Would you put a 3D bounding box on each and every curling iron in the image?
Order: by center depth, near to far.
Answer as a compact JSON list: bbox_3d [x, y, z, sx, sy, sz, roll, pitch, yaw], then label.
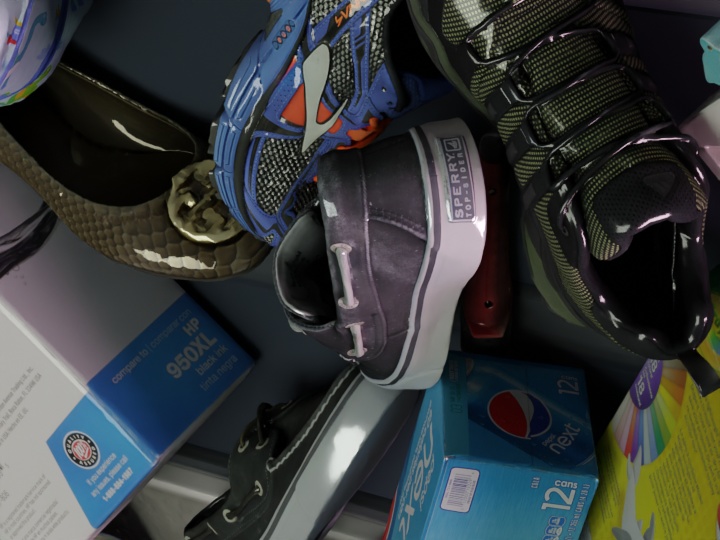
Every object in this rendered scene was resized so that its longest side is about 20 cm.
[{"bbox_3d":[0.059,0.016,0.943,0.049,0.026,0.201,27,137,16],"label":"curling iron"}]

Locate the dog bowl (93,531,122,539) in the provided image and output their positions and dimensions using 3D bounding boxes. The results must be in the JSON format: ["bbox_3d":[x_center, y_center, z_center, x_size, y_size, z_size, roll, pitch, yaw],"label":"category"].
[{"bbox_3d":[-0.170,0.226,1.181,0.078,0.200,0.201,-2,122,38],"label":"dog bowl"}]

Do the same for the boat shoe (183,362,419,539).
[{"bbox_3d":[-0.033,0.092,1.055,0.057,0.069,0.200,39,142,7],"label":"boat shoe"}]

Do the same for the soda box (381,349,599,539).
[{"bbox_3d":[0.041,0.132,0.980,0.064,0.068,0.201,9,127,-8],"label":"soda box"}]

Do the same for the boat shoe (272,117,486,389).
[{"bbox_3d":[0.000,0.000,0.885,0.200,0.067,0.072,110,152,-74],"label":"boat shoe"}]

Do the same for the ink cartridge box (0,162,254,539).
[{"bbox_3d":[-0.167,0.025,1.096,0.200,0.084,0.145,45,139,1],"label":"ink cartridge box"}]

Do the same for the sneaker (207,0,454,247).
[{"bbox_3d":[-0.003,-0.074,0.886,0.078,0.075,0.201,29,139,12],"label":"sneaker"}]

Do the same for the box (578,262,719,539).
[{"bbox_3d":[0.129,0.094,0.887,0.048,0.118,0.201,1,142,-16],"label":"box"}]

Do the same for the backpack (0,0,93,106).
[{"bbox_3d":[-0.204,-0.138,0.954,0.199,0.154,0.164,27,105,1],"label":"backpack"}]

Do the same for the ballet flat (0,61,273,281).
[{"bbox_3d":[-0.119,-0.059,1.003,0.199,0.067,0.047,33,148,23],"label":"ballet flat"}]

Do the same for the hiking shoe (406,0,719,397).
[{"bbox_3d":[0.081,-0.054,0.803,0.101,0.075,0.201,41,160,59],"label":"hiking shoe"}]

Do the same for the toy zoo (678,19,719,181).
[{"bbox_3d":[0.176,-0.002,0.776,0.200,0.020,0.131,49,171,-12],"label":"toy zoo"}]
